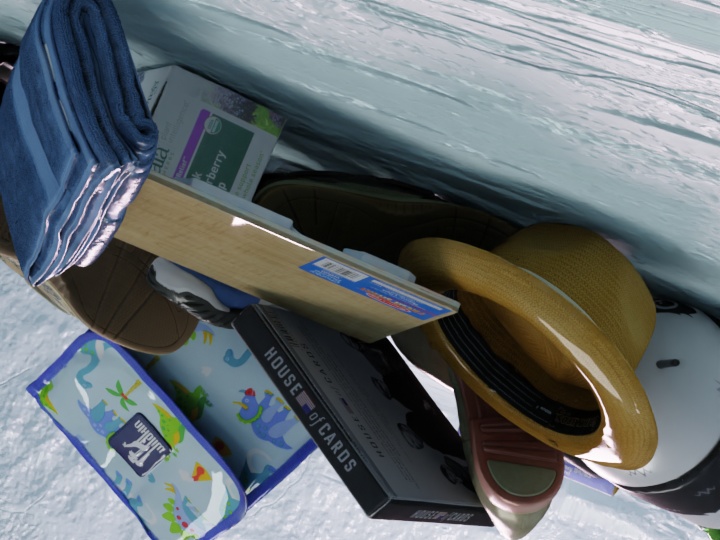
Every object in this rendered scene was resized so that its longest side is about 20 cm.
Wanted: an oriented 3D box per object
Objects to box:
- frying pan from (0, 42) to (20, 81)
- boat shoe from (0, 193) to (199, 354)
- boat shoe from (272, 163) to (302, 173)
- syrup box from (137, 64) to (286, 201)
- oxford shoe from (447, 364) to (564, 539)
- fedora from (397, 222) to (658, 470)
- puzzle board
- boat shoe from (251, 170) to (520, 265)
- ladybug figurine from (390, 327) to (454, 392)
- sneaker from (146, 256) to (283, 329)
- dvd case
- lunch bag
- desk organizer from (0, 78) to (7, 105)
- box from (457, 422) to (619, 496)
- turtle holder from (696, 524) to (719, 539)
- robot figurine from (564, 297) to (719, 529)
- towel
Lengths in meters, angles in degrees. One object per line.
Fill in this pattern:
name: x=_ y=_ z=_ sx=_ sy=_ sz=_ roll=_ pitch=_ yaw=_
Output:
frying pan: x=-0.254 y=-0.138 z=1.700 sx=0.190 sy=0.031 sz=0.115 roll=22 pitch=176 yaw=40
boat shoe: x=-0.186 y=-0.017 z=1.574 sx=0.200 sy=0.073 sz=0.063 roll=38 pitch=174 yaw=-26
boat shoe: x=0.000 y=0.000 z=1.709 sx=0.200 sy=0.057 sz=0.069 roll=37 pitch=165 yaw=-35
syrup box: x=-0.120 y=-0.071 z=1.525 sx=0.081 sy=0.079 sz=0.200 roll=24 pitch=174 yaw=-18
oxford shoe: x=0.084 y=0.075 z=1.567 sx=0.071 sy=0.200 sz=0.074 roll=2 pitch=146 yaw=-5
fedora: x=0.112 y=0.028 z=1.431 sx=0.201 sy=0.082 sz=0.201 roll=36 pitch=161 yaw=14
puzzle board: x=-0.056 y=-0.010 z=1.419 sx=0.200 sy=0.017 sz=0.151 roll=23 pitch=165 yaw=-15
boat shoe: x=0.022 y=-0.026 z=1.517 sx=0.200 sy=0.073 sz=0.065 roll=16 pitch=-157 yaw=-23
ladybug figurine: x=0.117 y=0.049 z=1.668 sx=0.200 sy=0.072 sz=0.136 roll=18 pitch=-156 yaw=-17
sneaker: x=-0.059 y=-0.014 z=1.563 sx=0.076 sy=0.077 sz=0.200 roll=34 pitch=-155 yaw=26
dvd case: x=0.011 y=0.092 z=1.534 sx=0.150 sy=0.025 sz=0.200 roll=53 pitch=-165 yaw=21
lunch bag: x=-0.107 y=0.079 z=1.703 sx=0.170 sy=0.200 sz=0.127 roll=49 pitch=-166 yaw=1
desk organizer: x=-0.263 y=-0.109 z=1.622 sx=0.200 sy=0.072 sz=0.077 roll=30 pitch=159 yaw=-21
box: x=0.151 y=0.094 z=1.754 sx=0.119 sy=0.042 sz=0.200 roll=21 pitch=-152 yaw=16
turtle holder: x=0.300 y=0.159 z=1.773 sx=0.185 sy=0.141 sz=0.132 roll=19 pitch=175 yaw=22
robot figurine: x=0.209 y=0.090 z=1.571 sx=0.200 sy=0.150 sz=0.125 roll=27 pitch=-170 yaw=-49
towel: x=-0.159 y=-0.072 z=1.332 sx=0.048 sy=0.112 sz=0.200 roll=-14 pitch=166 yaw=-20
